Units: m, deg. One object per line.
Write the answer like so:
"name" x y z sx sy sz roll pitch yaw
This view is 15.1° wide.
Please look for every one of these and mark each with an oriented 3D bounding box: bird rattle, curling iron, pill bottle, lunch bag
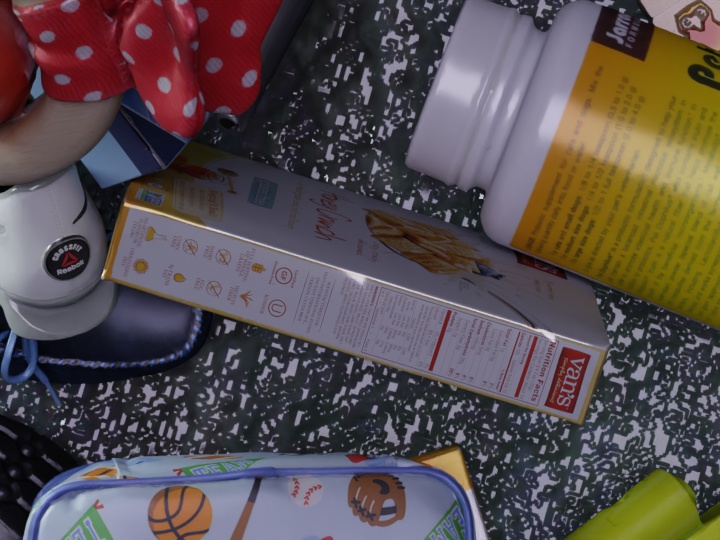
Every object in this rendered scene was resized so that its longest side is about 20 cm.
"bird rattle" -0.134 -0.097 0.992 0.199 0.163 0.113 22 48 -15
"curling iron" -0.010 -0.133 1.115 0.050 0.025 0.200 49 51 -29
"pill bottle" 0.124 -0.044 1.138 0.199 0.109 0.110 21 88 1
"lunch bag" -0.048 0.156 1.107 0.199 0.076 0.161 -2 89 -7

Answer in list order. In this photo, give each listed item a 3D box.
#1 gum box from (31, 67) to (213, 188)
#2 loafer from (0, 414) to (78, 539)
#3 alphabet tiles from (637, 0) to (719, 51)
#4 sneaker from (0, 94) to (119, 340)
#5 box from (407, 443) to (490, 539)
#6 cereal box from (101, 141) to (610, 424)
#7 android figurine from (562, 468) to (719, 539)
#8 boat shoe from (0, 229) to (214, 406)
"gum box" -0.088 -0.161 1.096 0.170 0.044 0.200 54 48 -21
"loafer" -0.186 0.090 1.167 0.200 0.068 0.070 33 128 -7
"alphabet tiles" 0.219 -0.149 1.192 0.199 0.008 0.168 -33 88 0
"sneaker" -0.163 -0.063 1.118 0.074 0.089 0.200 -28 48 -25
"box" 0.017 0.187 1.167 0.118 0.041 0.201 -18 85 0
"cereal box" 0.000 0.000 1.114 0.199 0.144 0.040 16 103 -3
"android figurine" 0.146 0.179 1.144 0.200 0.041 0.183 -33 91 -15
"boat shoe" -0.163 0.014 1.161 0.199 0.069 0.085 4 88 1
